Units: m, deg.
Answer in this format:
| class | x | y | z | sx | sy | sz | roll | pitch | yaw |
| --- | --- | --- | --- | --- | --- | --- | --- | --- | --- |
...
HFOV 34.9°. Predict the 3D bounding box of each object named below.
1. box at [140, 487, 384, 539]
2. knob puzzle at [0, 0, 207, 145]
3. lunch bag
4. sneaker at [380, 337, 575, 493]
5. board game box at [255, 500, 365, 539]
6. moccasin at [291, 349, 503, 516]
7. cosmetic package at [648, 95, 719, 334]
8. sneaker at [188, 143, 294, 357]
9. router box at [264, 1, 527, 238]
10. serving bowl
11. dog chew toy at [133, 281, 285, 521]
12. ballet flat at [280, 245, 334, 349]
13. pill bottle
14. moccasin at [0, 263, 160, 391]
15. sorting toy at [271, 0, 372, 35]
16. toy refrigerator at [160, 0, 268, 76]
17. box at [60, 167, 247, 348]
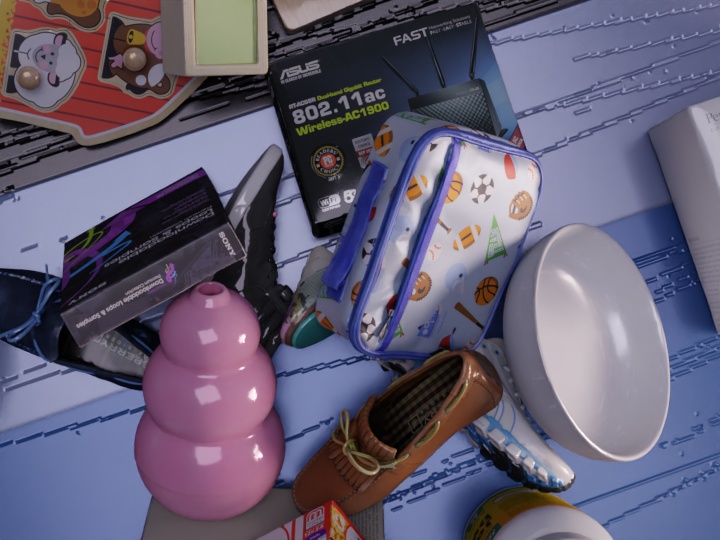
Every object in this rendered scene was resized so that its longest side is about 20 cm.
| class | x | y | z | sx | sy | sz | roll | pitch | yaw |
| --- | --- | --- | --- | --- | --- | --- | --- | --- | --- |
| box | -0.080 | 0.233 | 0.965 | 0.199 | 0.082 | 0.069 | 4 | 119 | 0 |
| knob puzzle | -0.218 | -0.201 | 0.981 | 0.219 | 0.030 | 0.220 | -5 | 110 | -13 |
| lunch bag | 0.052 | -0.019 | 0.908 | 0.160 | 0.076 | 0.201 | 9 | 105 | -42 |
| sneaker | 0.112 | 0.104 | 0.974 | 0.200 | 0.075 | 0.087 | 40 | 73 | 21 |
| board game box | -0.030 | 0.297 | 0.928 | 0.151 | 0.046 | 0.200 | -29 | 114 | 15 |
| moccasin | 0.020 | 0.132 | 0.916 | 0.201 | 0.078 | 0.074 | -35 | 54 | 21 |
| cosmetic package | 0.387 | -0.070 | 0.988 | 0.199 | 0.123 | 0.201 | -19 | 86 | -3 |
| sneaker | -0.085 | -0.004 | 0.998 | 0.099 | 0.071 | 0.200 | 24 | 84 | -11 |
| router box | 0.031 | -0.131 | 0.999 | 0.199 | 0.062 | 0.150 | -17 | 80 | -3 |
| serving bowl | 0.181 | 0.064 | 0.964 | 0.066 | 0.200 | 0.201 | -18 | 87 | 40 |
| dog chew toy | -0.120 | 0.101 | 0.918 | 0.124 | 0.125 | 0.201 | 3 | 118 | -2 |
| ballet flat | 0.000 | 0.000 | 0.981 | 0.200 | 0.069 | 0.071 | -27 | 65 | -28 |
| pill bottle | 0.148 | 0.241 | 0.921 | 0.112 | 0.200 | 0.113 | 0 | 87 | -2 |
| moccasin | -0.249 | 0.044 | 0.983 | 0.199 | 0.068 | 0.081 | 18 | 86 | -1 |
| sorting toy | -0.014 | -0.345 | 1.014 | 0.198 | 0.070 | 0.200 | -24 | 88 | -3 |
| toy refrigerator | -0.123 | -0.265 | 0.954 | 0.076 | 0.070 | 0.201 | -6 | 104 | -26 |
| box | -0.173 | -0.017 | 0.926 | 0.143 | 0.200 | 0.036 | -30 | 113 | -4 |
